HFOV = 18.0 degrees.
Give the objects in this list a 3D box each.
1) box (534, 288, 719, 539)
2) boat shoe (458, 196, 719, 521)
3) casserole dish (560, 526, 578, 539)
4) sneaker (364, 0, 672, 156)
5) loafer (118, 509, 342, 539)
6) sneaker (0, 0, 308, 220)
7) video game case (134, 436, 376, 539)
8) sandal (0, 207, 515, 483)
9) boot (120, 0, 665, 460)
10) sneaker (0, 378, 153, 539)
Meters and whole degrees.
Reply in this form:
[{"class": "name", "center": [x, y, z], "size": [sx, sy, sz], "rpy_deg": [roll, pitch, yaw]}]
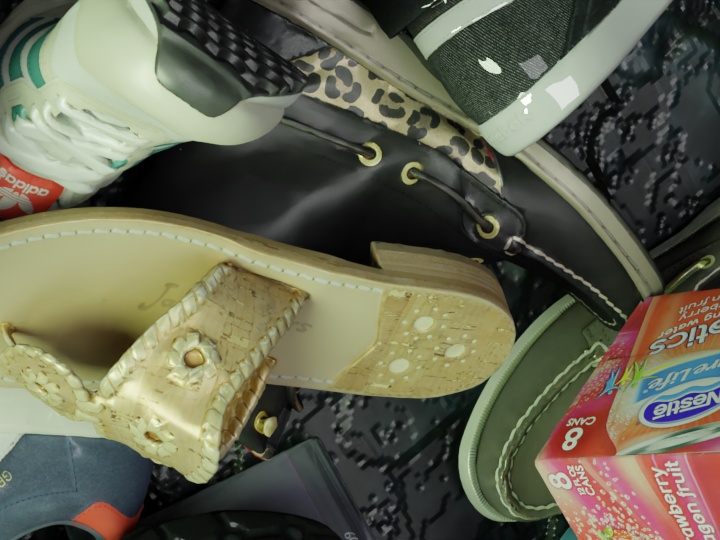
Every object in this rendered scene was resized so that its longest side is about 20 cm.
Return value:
[{"class": "box", "center": [0.160, 0.110, 0.804], "size": [0.096, 0.099, 0.201], "rpy_deg": [-50, 120, -37]}, {"class": "boat shoe", "center": [0.126, 0.029, 0.881], "size": [0.201, 0.060, 0.072], "rpy_deg": [-38, 113, -13]}, {"class": "casserole dish", "center": [0.104, 0.189, 0.874], "size": [0.121, 0.039, 0.201], "rpy_deg": [38, 60, -37]}, {"class": "sneaker", "center": [0.074, -0.141, 0.799], "size": [0.112, 0.073, 0.200], "rpy_deg": [48, 51, -8]}, {"class": "loafer", "center": [-0.086, 0.135, 0.766], "size": [0.199, 0.068, 0.071], "rpy_deg": [-18, 149, -34]}, {"class": "sneaker", "center": [-0.080, -0.048, 0.702], "size": [0.070, 0.200, 0.094], "rpy_deg": [35, 92, -21]}, {"class": "video game case", "center": [-0.069, 0.161, 0.801], "size": [0.199, 0.019, 0.144], "rpy_deg": [-25, 70, -17]}, {"class": "sandal", "center": [-0.042, 0.032, 0.717], "size": [0.210, 0.070, 0.078], "rpy_deg": [2, 134, -22]}, {"class": "boot", "center": [0.000, 0.000, 0.813], "size": [0.200, 0.073, 0.151], "rpy_deg": [37, 85, -24]}, {"class": "sneaker", "center": [-0.161, 0.070, 0.756], "size": [0.198, 0.075, 0.085], "rpy_deg": [6, 95, -24]}]
